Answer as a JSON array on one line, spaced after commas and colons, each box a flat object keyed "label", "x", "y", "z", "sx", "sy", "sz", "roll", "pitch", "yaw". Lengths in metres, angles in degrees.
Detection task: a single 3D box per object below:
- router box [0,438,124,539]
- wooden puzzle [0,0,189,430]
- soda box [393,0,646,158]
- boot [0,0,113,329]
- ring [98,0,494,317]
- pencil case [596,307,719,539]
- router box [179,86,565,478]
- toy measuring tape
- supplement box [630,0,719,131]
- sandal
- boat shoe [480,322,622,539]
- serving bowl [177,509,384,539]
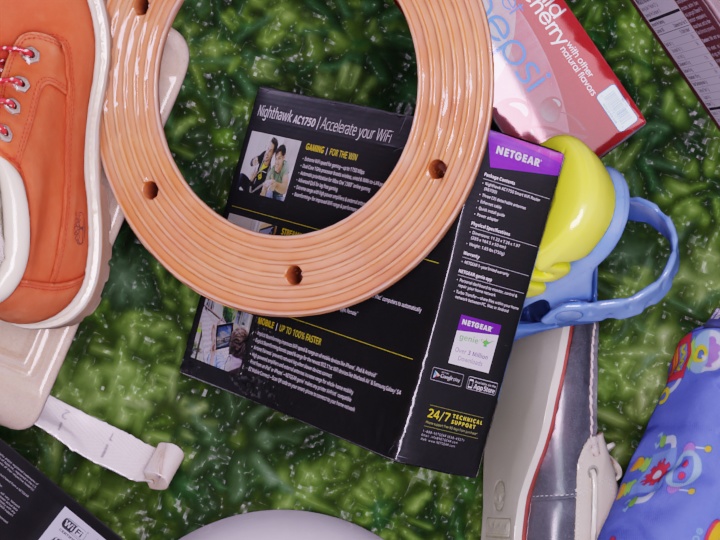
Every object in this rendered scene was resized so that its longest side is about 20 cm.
[{"label": "router box", "x": -0.196, "y": 0.118, "z": 1.109, "sx": 0.200, "sy": 0.157, "sz": 0.052, "roll": 41, "pitch": 62, "yaw": -5}, {"label": "wooden puzzle", "x": -0.197, "y": -0.050, "z": 1.106, "sx": 0.184, "sy": 0.037, "sz": 0.201, "roll": 23, "pitch": 91, "yaw": 3}, {"label": "soda box", "x": 0.055, "y": -0.135, "z": 1.168, "sx": 0.063, "sy": 0.070, "sz": 0.201, "roll": -34, "pitch": 94, "yaw": -2}, {"label": "boot", "x": -0.156, "y": -0.076, "z": 1.030, "sx": 0.075, "sy": 0.107, "sz": 0.201, "roll": -8, "pitch": 86, "yaw": 15}, {"label": "ring", "x": -0.030, "y": -0.080, "z": 1.041, "sx": 0.199, "sy": 0.019, "sz": 0.202, "roll": 0, "pitch": 91, "yaw": 26}, {"label": "pencil case", "x": 0.160, "y": 0.120, "z": 1.138, "sx": 0.078, "sy": 0.087, "sz": 0.201, "roll": 36, "pitch": 60, "yaw": -18}, {"label": "router box", "x": 0.000, "y": 0.000, "z": 1.104, "sx": 0.051, "sy": 0.200, "sz": 0.150, "roll": 15, "pitch": 91, "yaw": -34}, {"label": "toy measuring tape", "x": -0.170, "y": 0.038, "z": 1.151, "sx": 0.199, "sy": 0.074, "sz": 0.074, "roll": 28, "pitch": 89, "yaw": -2}, {"label": "supplement box", "x": 0.256, "y": -0.140, "z": 1.152, "sx": 0.197, "sy": 0.133, "sz": 0.200, "roll": -36, "pitch": 94, "yaw": -3}, {"label": "sandal", "x": 0.078, "y": 0.009, "z": 1.123, "sx": 0.087, "sy": 0.200, "sz": 0.080, "roll": 17, "pitch": 64, "yaw": -26}, {"label": "boat shoe", "x": 0.097, "y": 0.112, "z": 1.178, "sx": 0.062, "sy": 0.071, "sz": 0.201, "roll": 9, "pitch": 86, "yaw": -16}, {"label": "serving bowl", "x": -0.038, "y": 0.221, "z": 1.172, "sx": 0.199, "sy": 0.066, "sz": 0.202, "roll": 0, "pitch": 91, "yaw": -4}]
